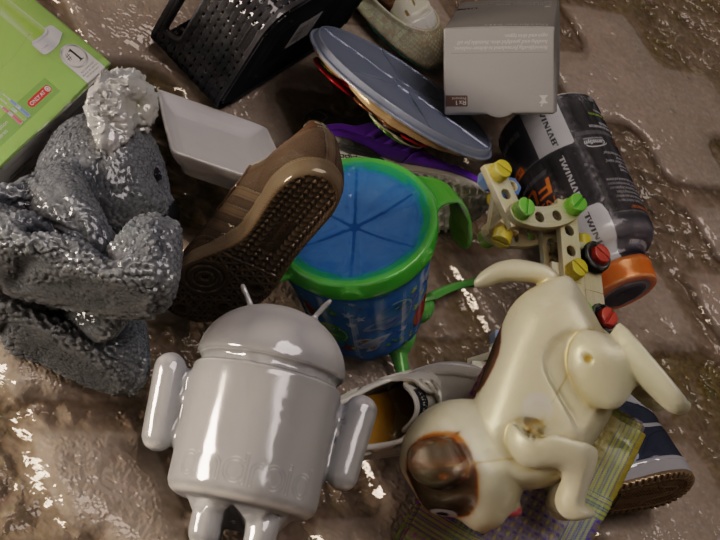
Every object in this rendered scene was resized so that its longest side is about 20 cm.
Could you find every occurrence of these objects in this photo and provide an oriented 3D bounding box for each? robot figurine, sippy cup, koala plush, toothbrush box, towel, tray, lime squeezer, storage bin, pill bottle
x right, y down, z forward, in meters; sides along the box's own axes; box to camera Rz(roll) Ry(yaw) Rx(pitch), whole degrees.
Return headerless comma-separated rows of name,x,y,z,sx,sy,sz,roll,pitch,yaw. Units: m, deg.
robot figurine,-0.075,0.111,1.119,0.169,0.113,0.201,12,76,-4
sippy cup,0.000,0.000,1.243,0.177,0.131,0.140,3,51,9
koala plush,-0.208,-0.046,1.137,0.183,0.178,0.201,21,53,-5
toothbrush box,-0.323,-0.164,1.190,0.200,0.086,0.146,40,53,-3
towel,0.129,0.173,1.219,0.143,0.023,0.201,29,78,3
tray,-0.118,-0.103,1.267,0.107,0.022,0.200,17,16,-17
lime squeezer,0.055,0.052,1.321,0.070,0.038,0.200,34,46,-8
storage bin,-0.079,-0.251,1.379,0.094,0.135,0.200,45,47,4
pill bottle,0.214,-0.062,1.454,0.106,0.106,0.201,-3,60,-34

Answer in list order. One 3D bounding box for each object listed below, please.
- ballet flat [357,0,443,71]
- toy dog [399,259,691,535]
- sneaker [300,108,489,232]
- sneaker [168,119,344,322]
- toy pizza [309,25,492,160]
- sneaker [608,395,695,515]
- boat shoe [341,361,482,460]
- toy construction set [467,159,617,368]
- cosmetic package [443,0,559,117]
ballet flat,0.023,-0.281,1.517,0.200,0.062,0.067,41,47,-1
toy dog,0.120,0.110,1.147,0.200,0.140,0.194,-42,95,-2
sneaker,0.032,-0.104,1.395,0.199,0.070,0.100,14,46,-26
sneaker,-0.079,-0.035,1.163,0.070,0.200,0.076,33,37,-26
toy pizza,0.033,-0.155,1.382,0.200,0.032,0.200,32,18,-12
sneaker,0.182,0.154,1.309,0.199,0.070,0.109,-1,49,-23
boat shoe,0.036,0.113,1.224,0.199,0.070,0.071,-8,81,-30
toy construction set,0.156,0.010,1.341,0.130,0.092,0.201,14,74,-27
cosmetic package,0.137,-0.205,1.443,0.106,0.091,0.200,0,14,7
